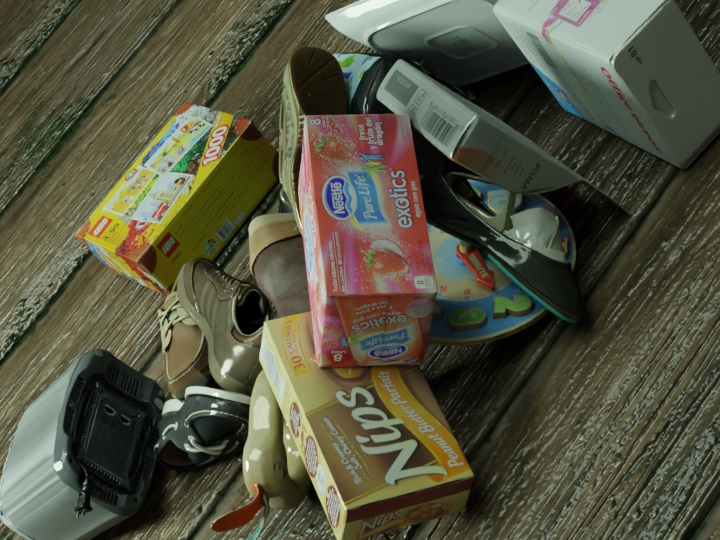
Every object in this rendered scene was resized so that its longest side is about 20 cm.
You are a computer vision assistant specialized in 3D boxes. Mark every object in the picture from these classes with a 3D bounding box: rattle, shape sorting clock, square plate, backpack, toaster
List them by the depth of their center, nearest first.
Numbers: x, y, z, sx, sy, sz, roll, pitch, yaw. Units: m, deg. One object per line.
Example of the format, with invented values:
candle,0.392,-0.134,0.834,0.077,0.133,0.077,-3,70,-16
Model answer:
rattle,-0.036,0.164,1.591,0.142,0.131,0.200,10,26,6
shape sorting clock,0.095,-0.012,1.662,0.198,0.039,0.201,-4,46,4
toaster,-0.272,0.185,1.791,0.129,0.113,0.201,-36,32,35
square plate,0.100,-0.233,1.807,0.197,0.199,0.029,-16,63,41
backpack,0.016,-0.150,1.838,0.154,0.163,0.200,-58,32,7

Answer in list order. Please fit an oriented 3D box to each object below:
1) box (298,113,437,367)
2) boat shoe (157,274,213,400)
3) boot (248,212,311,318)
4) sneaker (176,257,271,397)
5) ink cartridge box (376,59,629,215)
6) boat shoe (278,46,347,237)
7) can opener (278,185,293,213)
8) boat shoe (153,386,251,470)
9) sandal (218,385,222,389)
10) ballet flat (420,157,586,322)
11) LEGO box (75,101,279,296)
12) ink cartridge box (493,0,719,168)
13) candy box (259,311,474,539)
box,0.003,-0.027,1.569,0.094,0.103,0.201,-2,52,-7
boat shoe,-0.170,0.057,1.831,0.075,0.074,0.200,-35,19,15
boot,0.000,0.000,1.728,0.198,0.073,0.167,-11,44,-14
sneaker,-0.116,0.037,1.753,0.076,0.070,0.200,-54,36,20
ink cartridge box,0.125,-0.104,1.652,0.050,0.199,0.162,-55,34,7
boat shoe,-0.040,-0.108,1.731,0.063,0.073,0.202,128,143,-60
can opener,-0.042,-0.031,1.865,0.063,0.079,0.201,-4,38,-13
boat shoe,-0.146,0.148,1.710,0.200,0.073,0.061,-23,50,63
sandal,-0.054,0.067,1.754,0.200,0.057,0.080,-27,38,13
ballet flat,0.125,-0.034,1.598,0.200,0.068,0.069,36,105,27
LEGO box,-0.196,-0.078,2.040,0.200,0.077,0.149,-52,36,-14
ink cartridge box,0.231,-0.193,1.676,0.085,0.145,0.200,-44,34,-4
candy box,0.002,0.121,1.548,0.115,0.056,0.201,-12,54,-19
